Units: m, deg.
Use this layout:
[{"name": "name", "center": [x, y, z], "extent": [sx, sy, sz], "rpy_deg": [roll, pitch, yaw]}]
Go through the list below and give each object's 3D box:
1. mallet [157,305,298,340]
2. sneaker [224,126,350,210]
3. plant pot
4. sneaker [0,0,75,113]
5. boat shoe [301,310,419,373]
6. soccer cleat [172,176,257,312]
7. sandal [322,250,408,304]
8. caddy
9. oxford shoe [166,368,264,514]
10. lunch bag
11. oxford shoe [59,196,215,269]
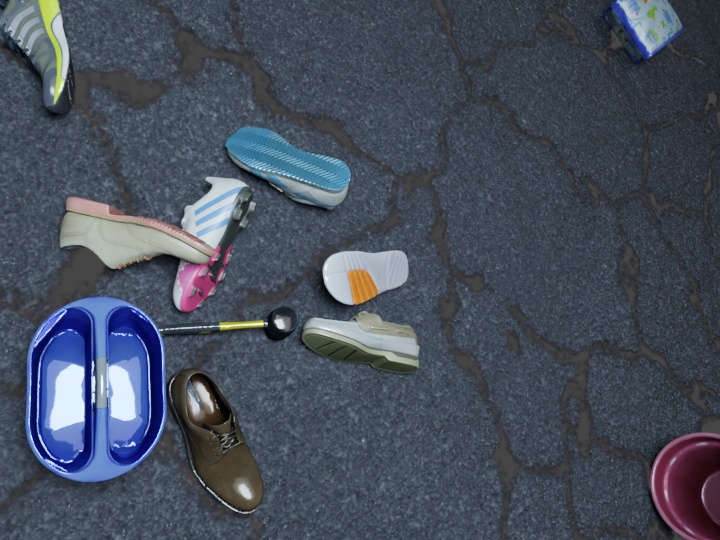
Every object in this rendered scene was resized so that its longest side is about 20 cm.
[{"name": "mallet", "center": [-0.186, 0.079, 0.757], "extent": [0.198, 0.066, 0.042], "rpy_deg": [-4, 73, -15]}, {"name": "sneaker", "center": [-0.115, -0.151, 0.849], "extent": [0.199, 0.081, 0.077], "rpy_deg": [24, 64, 2]}, {"name": "plant pot", "center": [0.682, 0.422, 1.040], "extent": [0.178, 0.199, 0.202], "rpy_deg": [27, 61, -36]}, {"name": "sneaker", "center": [-0.428, -0.293, 0.729], "extent": [0.080, 0.074, 0.202], "rpy_deg": [-11, 72, -25]}, {"name": "boat shoe", "center": [0.002, 0.100, 0.833], "extent": [0.199, 0.075, 0.069], "rpy_deg": [21, 58, -29]}, {"name": "soccer cleat", "center": [-0.219, -0.040, 0.765], "extent": [0.086, 0.070, 0.201], "rpy_deg": [19, 70, 11]}, {"name": "sandal", "center": [0.001, 0.008, 0.873], "extent": [0.206, 0.059, 0.080], "rpy_deg": [-7, 93, -51]}, {"name": "caddy", "center": [-0.298, 0.133, 0.629], "extent": [0.140, 0.105, 0.202], "rpy_deg": [1, 73, -30]}, {"name": "oxford shoe", "center": [-0.176, 0.214, 0.685], "extent": [0.072, 0.084, 0.201], "rpy_deg": [-32, 92, -35]}, {"name": "lunch bag", "center": [0.739, -0.651, 1.457], "extent": [0.171, 0.127, 0.200], "rpy_deg": [54, 48, -4]}, {"name": "oxford shoe", "center": [-0.282, -0.032, 0.700], "extent": [0.198, 0.071, 0.074], "rpy_deg": [16, 86, 7]}]
